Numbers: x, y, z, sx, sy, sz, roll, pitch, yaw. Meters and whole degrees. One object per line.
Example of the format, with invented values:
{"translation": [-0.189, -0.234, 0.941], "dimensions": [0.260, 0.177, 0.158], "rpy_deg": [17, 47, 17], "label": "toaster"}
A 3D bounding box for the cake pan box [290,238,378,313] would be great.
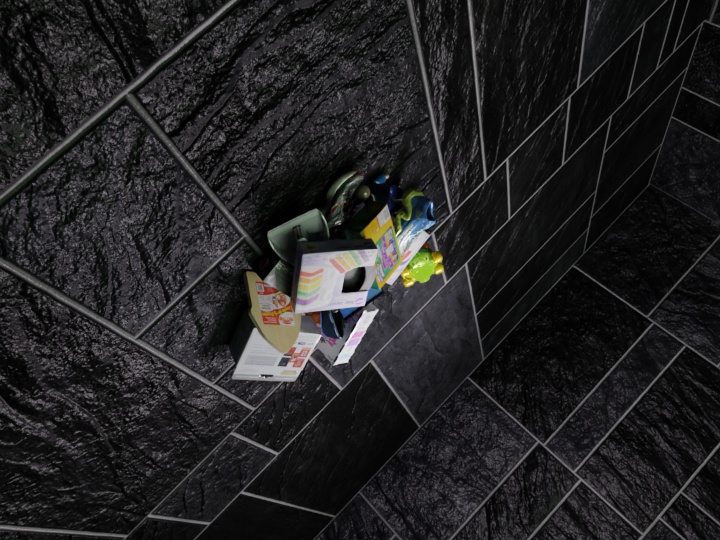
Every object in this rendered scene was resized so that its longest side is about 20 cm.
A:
{"translation": [-0.063, 0.013, 1.435], "dimensions": [0.199, 0.052, 0.185], "rpy_deg": [-4, 131, -23], "label": "cake pan box"}

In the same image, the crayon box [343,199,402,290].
{"translation": [0.036, -0.063, 1.524], "dimensions": [0.119, 0.058, 0.200], "rpy_deg": [-49, 138, -31], "label": "crayon box"}

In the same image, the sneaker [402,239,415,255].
{"translation": [0.138, -0.116, 1.774], "dimensions": [0.200, 0.078, 0.079], "rpy_deg": [-50, -177, 31], "label": "sneaker"}

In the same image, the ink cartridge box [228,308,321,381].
{"translation": [-0.234, 0.201, 1.571], "dimensions": [0.199, 0.084, 0.176], "rpy_deg": [11, 119, -35], "label": "ink cartridge box"}

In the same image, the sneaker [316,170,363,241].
{"translation": [-0.051, -0.155, 1.457], "dimensions": [0.200, 0.075, 0.081], "rpy_deg": [-56, 161, 9], "label": "sneaker"}

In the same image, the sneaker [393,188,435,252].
{"translation": [0.141, -0.118, 1.625], "dimensions": [0.076, 0.105, 0.201], "rpy_deg": [-12, 122, -52], "label": "sneaker"}

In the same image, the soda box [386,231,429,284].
{"translation": [0.122, -0.056, 1.843], "dimensions": [0.200, 0.068, 0.063], "rpy_deg": [-52, 152, 7], "label": "soda box"}

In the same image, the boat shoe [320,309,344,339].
{"translation": [-0.067, 0.091, 1.613], "dimensions": [0.084, 0.068, 0.201], "rpy_deg": [-36, 129, -43], "label": "boat shoe"}

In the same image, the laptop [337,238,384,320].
{"translation": [0.000, 0.000, 1.561], "dimensions": [0.177, 0.103, 0.200], "rpy_deg": [-34, 154, -42], "label": "laptop"}

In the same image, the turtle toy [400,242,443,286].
{"translation": [0.190, -0.020, 1.947], "dimensions": [0.145, 0.101, 0.200], "rpy_deg": [-23, 152, 0], "label": "turtle toy"}

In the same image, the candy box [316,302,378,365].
{"translation": [-0.066, 0.141, 1.711], "dimensions": [0.071, 0.168, 0.200], "rpy_deg": [-3, 128, -52], "label": "candy box"}

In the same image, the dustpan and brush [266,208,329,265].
{"translation": [-0.122, -0.041, 1.423], "dimensions": [0.139, 0.057, 0.200], "rpy_deg": [-26, 142, 0], "label": "dustpan and brush"}

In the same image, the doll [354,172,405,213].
{"translation": [0.054, -0.192, 1.589], "dimensions": [0.200, 0.048, 0.137], "rpy_deg": [7, 102, -55], "label": "doll"}

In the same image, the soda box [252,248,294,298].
{"translation": [-0.170, 0.026, 1.480], "dimensions": [0.071, 0.063, 0.200], "rpy_deg": [-50, 136, 3], "label": "soda box"}

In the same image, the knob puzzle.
{"translation": [-0.215, 0.109, 1.469], "dimensions": [0.030, 0.221, 0.219], "rpy_deg": [-21, 163, 26], "label": "knob puzzle"}

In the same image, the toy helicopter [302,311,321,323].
{"translation": [-0.140, 0.050, 1.620], "dimensions": [0.132, 0.079, 0.201], "rpy_deg": [1, 114, -45], "label": "toy helicopter"}

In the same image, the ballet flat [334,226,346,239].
{"translation": [-0.067, -0.079, 1.541], "dimensions": [0.200, 0.069, 0.071], "rpy_deg": [-20, 154, -37], "label": "ballet flat"}

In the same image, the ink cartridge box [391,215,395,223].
{"translation": [0.038, -0.058, 1.720], "dimensions": [0.117, 0.067, 0.200], "rpy_deg": [-6, 129, -54], "label": "ink cartridge box"}
